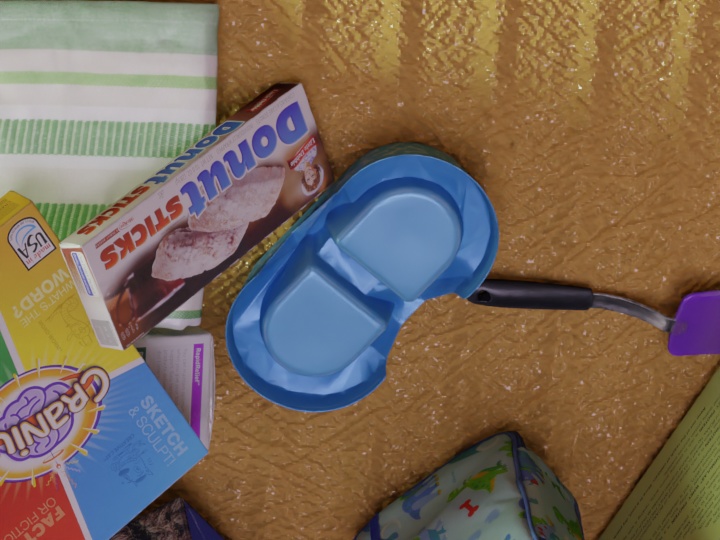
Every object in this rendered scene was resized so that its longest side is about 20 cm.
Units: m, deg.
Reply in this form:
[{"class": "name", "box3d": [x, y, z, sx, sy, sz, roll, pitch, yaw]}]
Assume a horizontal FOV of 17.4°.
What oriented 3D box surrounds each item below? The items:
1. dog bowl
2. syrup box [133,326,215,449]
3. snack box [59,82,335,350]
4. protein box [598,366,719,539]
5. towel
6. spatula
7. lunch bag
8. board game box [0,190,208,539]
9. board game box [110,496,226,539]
[{"class": "dog bowl", "box3d": [0.000, 0.000, 1.491, 0.111, 0.050, 0.200, 39, 109, -18]}, {"class": "syrup box", "box3d": [-0.196, 0.075, 1.454, 0.199, 0.079, 0.082, -2, 102, -29]}, {"class": "snack box", "box3d": [-0.095, -0.035, 1.408, 0.024, 0.200, 0.072, 5, 125, 43]}, {"class": "protein box", "box3d": [0.262, 0.200, 1.511, 0.135, 0.200, 0.199, 25, 113, -16]}, {"class": "towel", "box3d": [-0.165, -0.065, 1.436, 0.152, 0.023, 0.201, 2, 96, -4]}, {"class": "spatula", "box3d": [0.165, 0.025, 1.524, 0.199, 0.021, 0.057, 8, 128, -4]}, {"class": "lunch bag", "box3d": [0.065, 0.203, 1.507, 0.161, 0.200, 0.082, -37, 111, 15]}, {"class": "board game box", "box3d": [-0.203, 0.078, 1.381, 0.153, 0.040, 0.200, -41, 117, -16]}, {"class": "board game box", "box3d": [-0.165, 0.273, 1.543, 0.200, 0.160, 0.097, -29, 135, 11]}]
